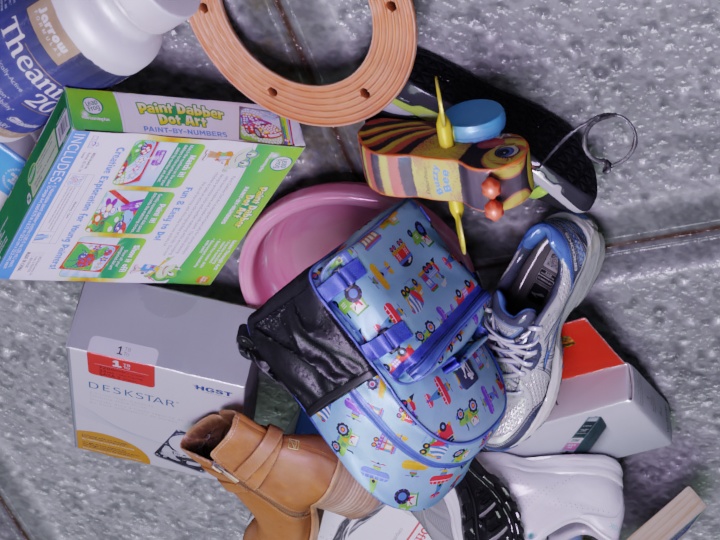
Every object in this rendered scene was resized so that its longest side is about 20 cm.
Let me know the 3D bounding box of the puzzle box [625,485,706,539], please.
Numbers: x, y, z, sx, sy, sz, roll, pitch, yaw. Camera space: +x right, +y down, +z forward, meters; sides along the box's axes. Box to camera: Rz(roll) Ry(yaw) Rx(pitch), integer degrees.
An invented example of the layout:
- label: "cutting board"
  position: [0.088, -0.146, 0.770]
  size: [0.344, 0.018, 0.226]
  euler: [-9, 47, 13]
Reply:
- label: "puzzle box"
  position: [0.212, 0.272, 1.746]
  size: [0.025, 0.199, 0.133]
  euler: [49, 166, 15]

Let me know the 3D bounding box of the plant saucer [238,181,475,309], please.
- label: "plant saucer"
  position: [0.000, 0.000, 1.656]
  size: [0.198, 0.051, 0.202]
  euler: [7, 133, 7]

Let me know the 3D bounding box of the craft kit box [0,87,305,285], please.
- label: "craft kit box"
  position: [-0.171, -0.061, 1.576]
  size: [0.196, 0.049, 0.200]
  euler: [5, 144, -29]

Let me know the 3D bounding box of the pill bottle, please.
- label: "pill bottle"
  position: [-0.218, -0.183, 1.499]
  size: [0.199, 0.112, 0.111]
  euler: [-25, 122, 31]

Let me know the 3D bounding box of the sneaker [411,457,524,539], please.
- label: "sneaker"
  position: [0.071, 0.190, 1.686]
  size: [0.079, 0.074, 0.201]
  euler: [-29, 88, 45]

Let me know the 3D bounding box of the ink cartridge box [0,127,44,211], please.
- label: "ink cartridge box"
  position: [-0.340, -0.071, 1.648]
  size: [0.116, 0.068, 0.200]
  euler: [36, 130, -19]

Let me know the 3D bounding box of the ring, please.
- label: "ring"
  position: [-0.046, -0.197, 1.480]
  size: [0.199, 0.019, 0.202]
  euler: [16, 130, 21]

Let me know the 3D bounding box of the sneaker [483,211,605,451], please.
- label: "sneaker"
  position: [0.124, 0.047, 1.587]
  size: [0.077, 0.085, 0.202]
  euler: [21, 98, 26]

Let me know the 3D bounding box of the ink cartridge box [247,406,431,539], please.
- label: "ink cartridge box"
  position: [0.011, 0.215, 1.835]
  size: [0.198, 0.068, 0.116]
  euler: [23, 133, -9]

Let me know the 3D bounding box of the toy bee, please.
- label: "toy bee"
  position: [0.082, -0.080, 1.439]
  size: [0.199, 0.109, 0.132]
  euler: [-21, 111, 29]

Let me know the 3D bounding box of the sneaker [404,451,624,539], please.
- label: "sneaker"
  position: [0.128, 0.209, 1.724]
  size: [0.198, 0.089, 0.075]
  euler: [-4, 150, 8]

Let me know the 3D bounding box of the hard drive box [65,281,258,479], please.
- label: "hard drive box"
  position: [-0.168, 0.095, 1.727]
  size: [0.154, 0.077, 0.201]
  euler: [12, 150, 2]

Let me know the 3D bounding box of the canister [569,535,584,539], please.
- label: "canister"
  position: [0.142, 0.293, 1.827]
  size: [0.086, 0.148, 0.201]
  euler: [37, 147, 44]

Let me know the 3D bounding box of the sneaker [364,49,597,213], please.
- label: "sneaker"
  position: [0.088, -0.095, 1.539]
  size: [0.199, 0.072, 0.083]
  euler: [32, 128, -2]

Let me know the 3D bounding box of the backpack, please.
- label: "backpack"
  position: [0.032, 0.071, 1.522]
  size: [0.134, 0.182, 0.201]
  euler: [-38, 87, 34]

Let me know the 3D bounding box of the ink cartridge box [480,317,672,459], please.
- label: "ink cartridge box"
  position: [0.141, 0.118, 1.702]
  size: [0.198, 0.044, 0.173]
  euler: [-17, 145, 25]

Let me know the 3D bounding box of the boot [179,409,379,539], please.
- label: "boot"
  position: [-0.090, 0.181, 1.709]
  size: [0.154, 0.074, 0.200]
  euler: [25, 140, -23]
